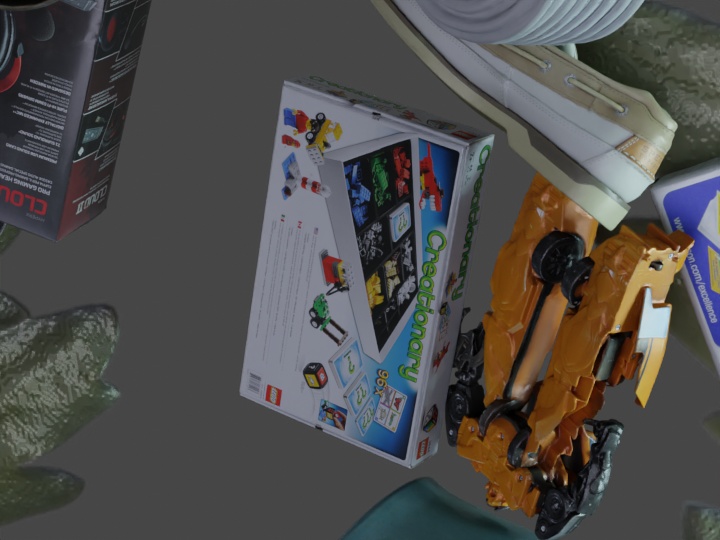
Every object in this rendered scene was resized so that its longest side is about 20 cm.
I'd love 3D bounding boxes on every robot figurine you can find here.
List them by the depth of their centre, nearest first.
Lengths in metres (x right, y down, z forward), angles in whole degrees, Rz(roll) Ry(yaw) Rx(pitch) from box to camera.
[{"bbox_3d":[0.112,0.050,1.142,0.145,0.058,0.201,46,129,43],"label":"robot figurine"}]

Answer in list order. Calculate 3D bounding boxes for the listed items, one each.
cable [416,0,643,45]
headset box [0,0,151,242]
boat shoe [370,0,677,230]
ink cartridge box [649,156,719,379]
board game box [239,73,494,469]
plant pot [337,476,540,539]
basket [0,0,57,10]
[{"bbox_3d":[0.075,-0.207,0.988,0.200,0.069,0.201,45,134,48],"label":"cable"},{"bbox_3d":[-0.213,-0.120,1.210,0.148,0.075,0.201,21,113,11],"label":"headset box"},{"bbox_3d":[0.087,-0.107,1.097,0.068,0.075,0.200,-49,64,8],"label":"boat shoe"},{"bbox_3d":[0.282,0.013,1.101,0.199,0.047,0.198,-18,100,22],"label":"ink cartridge box"},{"bbox_3d":[0.000,0.000,1.184,0.126,0.035,0.201,21,114,27],"label":"board game box"},{"bbox_3d":[0.062,0.226,1.177,0.188,0.200,0.200,42,117,19],"label":"plant pot"},{"bbox_3d":[-0.160,-0.239,1.082,0.136,0.200,0.181,-31,95,26],"label":"basket"}]
